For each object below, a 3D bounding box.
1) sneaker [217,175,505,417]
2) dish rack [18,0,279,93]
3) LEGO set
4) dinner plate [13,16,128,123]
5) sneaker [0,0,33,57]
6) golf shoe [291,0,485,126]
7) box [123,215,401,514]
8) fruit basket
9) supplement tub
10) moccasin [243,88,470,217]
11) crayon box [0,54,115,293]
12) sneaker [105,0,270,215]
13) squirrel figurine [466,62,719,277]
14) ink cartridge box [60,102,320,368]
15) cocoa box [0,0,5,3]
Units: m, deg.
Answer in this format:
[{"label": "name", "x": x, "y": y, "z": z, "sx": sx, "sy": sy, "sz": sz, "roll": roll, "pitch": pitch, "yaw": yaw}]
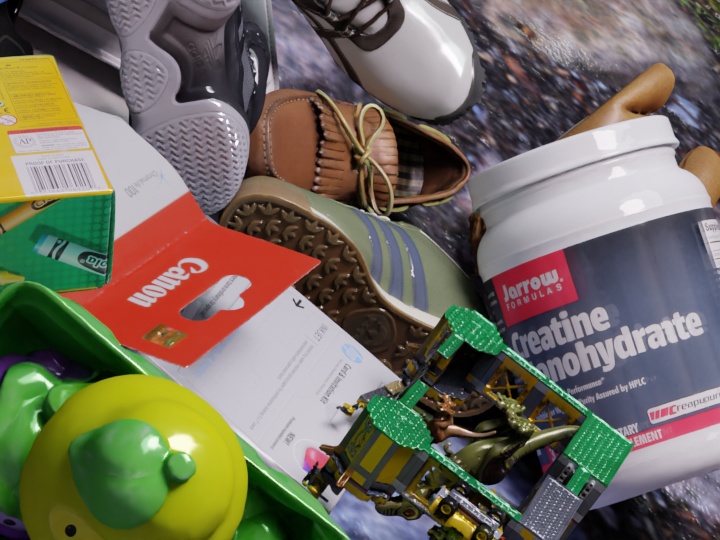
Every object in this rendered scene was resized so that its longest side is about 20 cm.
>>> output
[{"label": "sneaker", "x": 0.000, "y": 0.000, "z": 1.652, "sx": 0.200, "sy": 0.067, "sz": 0.090, "roll": 36, "pitch": 26, "yaw": -21}, {"label": "dish rack", "x": -0.128, "y": -0.175, "z": 1.718, "sx": 0.199, "sy": 0.044, "sz": 0.172, "roll": 27, "pitch": 32, "yaw": -24}, {"label": "LEGO set", "x": 0.045, "y": 0.121, "z": 1.481, "sx": 0.153, "sy": 0.116, "sz": 0.200, "roll": 33, "pitch": 27, "yaw": -3}, {"label": "dinner plate", "x": -0.158, "y": -0.136, "z": 1.692, "sx": 0.200, "sy": 0.024, "sz": 0.201, "roll": 30, "pitch": 30, "yaw": -19}, {"label": "sneaker", "x": -0.228, "y": -0.171, "z": 1.581, "sx": 0.099, "sy": 0.070, "sz": 0.201, "roll": -2, "pitch": 55, "yaw": -28}, {"label": "golf shoe", "x": -0.010, "y": -0.162, "z": 1.683, "sx": 0.200, "sy": 0.078, "sz": 0.094, "roll": 48, "pitch": 14, "yaw": 4}, {"label": "box", "x": -0.079, "y": 0.040, "z": 1.519, "sx": 0.200, "sy": 0.041, "sz": 0.156, "roll": 39, "pitch": 28, "yaw": -1}, {"label": "fruit basket", "x": -0.107, "y": 0.107, "z": 1.259, "sx": 0.215, "sy": 0.156, "sz": 0.216, "roll": 38, "pitch": 13, "yaw": -10}, {"label": "supplement tub", "x": 0.148, "y": 0.026, "z": 1.654, "sx": 0.140, "sy": 0.140, "sz": 0.201, "roll": -10, "pitch": 80, "yaw": -56}, {"label": "moccasin", "x": -0.003, "y": -0.065, "z": 1.705, "sx": 0.201, "sy": 0.077, "sz": 0.074, "roll": 17, "pitch": 75, "yaw": -56}, {"label": "crayon box", "x": -0.223, "y": -0.039, "z": 1.328, "sx": 0.199, "sy": 0.058, "sz": 0.119, "roll": -6, "pitch": 38, "yaw": -19}, {"label": "sneaker", "x": -0.091, "y": -0.138, "z": 1.550, "sx": 0.075, "sy": 0.201, "sz": 0.114, "roll": 1, "pitch": 21, "yaw": 5}, {"label": "squirrel figurine", "x": 0.170, "y": 0.001, "z": 1.827, "sx": 0.187, "sy": 0.141, "sz": 0.200, "roll": 52, "pitch": 42, "yaw": -1}, {"label": "ink cartridge box", "x": -0.138, "y": -0.028, "z": 1.438, "sx": 0.199, "sy": 0.057, "sz": 0.163, "roll": 14, "pitch": 25, "yaw": 20}, {"label": "cocoa box", "x": -0.210, "y": -0.258, "z": 1.508, "sx": 0.131, "sy": 0.134, "sz": 0.200, "roll": -31, "pitch": 67, "yaw": -26}]
